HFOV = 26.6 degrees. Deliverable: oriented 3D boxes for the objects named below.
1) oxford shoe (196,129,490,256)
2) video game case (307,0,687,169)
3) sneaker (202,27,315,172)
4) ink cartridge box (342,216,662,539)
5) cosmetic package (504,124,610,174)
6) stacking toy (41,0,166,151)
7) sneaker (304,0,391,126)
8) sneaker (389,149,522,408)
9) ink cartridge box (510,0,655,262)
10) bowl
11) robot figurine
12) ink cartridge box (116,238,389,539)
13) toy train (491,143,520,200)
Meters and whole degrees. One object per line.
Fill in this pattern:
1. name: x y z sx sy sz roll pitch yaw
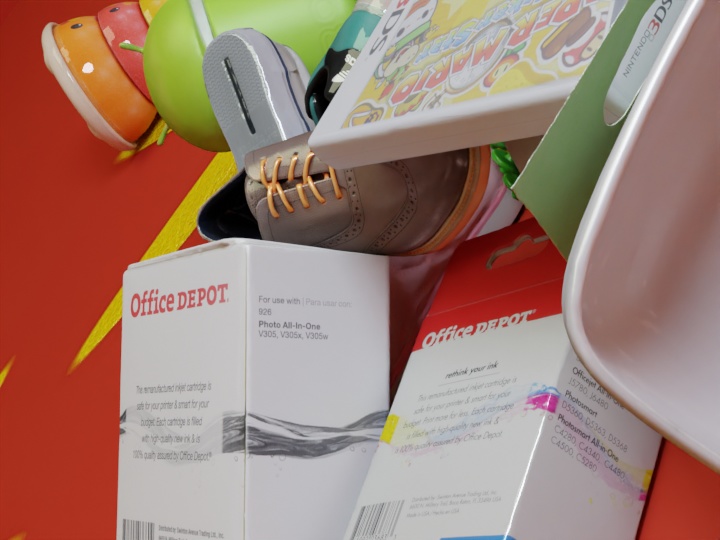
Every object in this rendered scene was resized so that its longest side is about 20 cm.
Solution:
1. oxford shoe: -0.011 -0.036 0.715 0.200 0.072 0.072 -24 74 57
2. video game case: 0.074 -0.126 0.602 0.199 0.023 0.183 -3 54 59
3. sneaker: -0.035 -0.058 0.952 0.073 0.071 0.202 -23 78 38
4. ink cartridge box: 0.065 0.075 0.652 0.116 0.067 0.201 -18 44 53
5. cosmetic package: 0.150 -0.117 0.636 0.200 0.103 0.088 -36 74 30
6. stacking toy: -0.197 -0.225 1.493 0.199 0.146 0.146 -33 27 5
7. sneaker: 0.001 -0.101 0.913 0.080 0.071 0.200 -55 -8 -10
8. sneaker: 0.000 0.000 0.827 0.201 0.104 0.075 -58 27 -3
9. ink cartridge box: 0.133 -0.039 0.526 0.048 0.200 0.146 29 83 29
10. bowl: 0.170 -0.014 0.445 0.201 0.199 0.075 -60 -1 -5
11. robot figurine: -0.060 -0.153 1.057 0.198 0.177 0.116 -19 23 -2
12. ink cartridge box: -0.054 0.093 0.733 0.146 0.083 0.202 -9 79 58
13. toy train: 0.091 -0.084 0.822 0.042 0.056 0.200 -58 22 22
